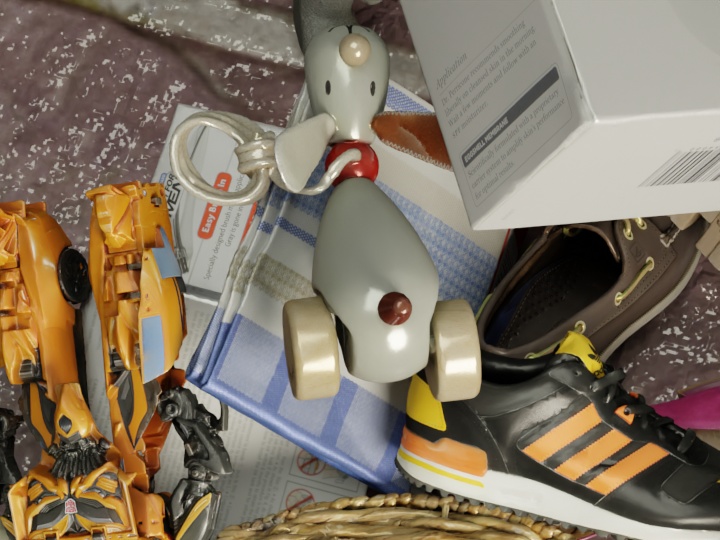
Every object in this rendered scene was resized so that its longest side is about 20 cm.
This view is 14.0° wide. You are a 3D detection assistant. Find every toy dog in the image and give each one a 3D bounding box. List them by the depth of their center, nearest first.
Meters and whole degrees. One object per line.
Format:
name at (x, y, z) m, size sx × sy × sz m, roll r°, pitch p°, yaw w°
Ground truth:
toy dog at (0.002, -0.028, 1.405) m, size 0.132 × 0.096 × 0.200 m, roll -24°, pitch 76°, yaw -17°

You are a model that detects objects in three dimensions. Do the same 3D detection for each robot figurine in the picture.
robot figurine at (-0.139, 0.060, 1.479) m, size 0.145 × 0.058 × 0.200 m, roll -9°, pitch 85°, yaw 27°

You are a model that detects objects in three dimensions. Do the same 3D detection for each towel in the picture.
towel at (0.000, 0.000, 1.494) m, size 0.147 × 0.024 × 0.200 m, roll 31°, pitch 69°, yaw -28°

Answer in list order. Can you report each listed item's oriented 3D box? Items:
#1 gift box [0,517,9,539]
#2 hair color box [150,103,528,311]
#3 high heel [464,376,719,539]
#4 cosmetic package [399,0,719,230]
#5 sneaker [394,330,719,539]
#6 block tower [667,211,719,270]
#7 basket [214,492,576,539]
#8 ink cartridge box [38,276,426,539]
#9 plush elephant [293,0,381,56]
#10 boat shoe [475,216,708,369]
gift box at (-0.311, 0.155, 1.508) m, size 0.200 × 0.187 × 0.185 m, roll 16°, pitch 72°, yaw 35°
hair color box at (-0.019, -0.010, 1.592) m, size 0.200 × 0.064 × 0.111 m, roll 15°, pitch 73°, yaw 12°
high heel at (0.130, 0.111, 1.499) m, size 0.200 × 0.096 × 0.067 m, roll -19°, pitch 103°, yaw -7°
cosmetic package at (0.133, -0.138, 1.408) m, size 0.199 × 0.123 × 0.200 m, roll -5°, pitch 68°, yaw -30°
sneaker at (0.119, 0.078, 1.444) m, size 0.200 × 0.070 × 0.090 m, roll 11°, pitch 103°, yaw 10°
block tower at (0.241, 0.006, 1.528) m, size 0.200 × 0.058 × 0.054 m, roll 48°, pitch 45°, yaw 14°
basket at (0.021, 0.207, 1.477) m, size 0.200 × 0.149 × 0.143 m, roll 0°, pitch 50°, yaw 10°
ink cartridge box at (-0.065, 0.098, 1.544) m, size 0.200 × 0.047 × 0.160 m, roll 15°, pitch 94°, yaw -3°
plush elephant at (0.030, -0.237, 1.627) m, size 0.155 × 0.200 × 0.165 m, roll -11°, pitch 59°, yaw -12°
boat shoe at (0.123, -0.002, 1.548) m, size 0.072 × 0.060 × 0.200 m, roll 27°, pitch 58°, yaw 26°
